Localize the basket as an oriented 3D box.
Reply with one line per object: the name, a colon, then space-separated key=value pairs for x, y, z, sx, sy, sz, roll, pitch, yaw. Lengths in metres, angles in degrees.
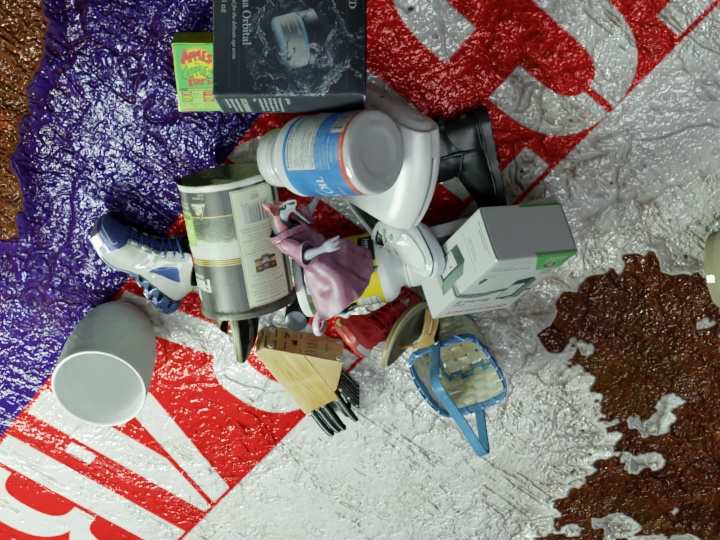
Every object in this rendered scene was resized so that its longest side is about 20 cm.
basket: x=0.159 y=0.179 z=1.622 sx=0.138 sy=0.201 sz=0.177 roll=-25 pitch=119 yaw=14

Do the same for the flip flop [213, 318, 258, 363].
flip flop: x=-0.217 y=0.057 z=1.622 sx=0.057 sy=0.081 sz=0.202 roll=-6 pitch=120 yaw=23

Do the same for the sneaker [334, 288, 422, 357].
sneaker: x=0.035 y=0.070 z=1.585 sx=0.115 sy=0.200 sz=0.078 roll=-44 pitch=80 yaw=11

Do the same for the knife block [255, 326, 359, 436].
knife block: x=-0.092 y=0.196 z=1.713 sx=0.198 sy=0.064 sz=0.177 roll=11 pitch=121 yaw=-7

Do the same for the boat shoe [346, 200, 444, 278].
boat shoe: x=0.045 y=-0.053 z=1.481 sx=0.066 sy=0.200 sz=0.074 roll=-14 pitch=133 yaw=-30

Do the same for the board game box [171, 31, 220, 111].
board game box: x=-0.161 y=-0.282 z=1.423 sx=0.197 sy=0.048 sz=0.103 roll=-1 pitch=122 yaw=0

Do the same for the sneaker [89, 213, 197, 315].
sneaker: x=-0.318 y=-0.030 z=1.569 sx=0.115 sy=0.081 sz=0.200 roll=-33 pitch=124 yaw=14

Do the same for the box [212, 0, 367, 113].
box: x=-0.091 y=-0.314 z=1.314 sx=0.197 sy=0.117 sz=0.199 roll=0 pitch=88 yaw=-1

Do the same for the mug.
mug: x=-0.411 y=0.154 z=1.619 sx=0.146 sy=0.176 sz=0.201 roll=23 pitch=120 yaw=-14

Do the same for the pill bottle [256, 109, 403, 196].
pill bottle: x=-0.047 y=-0.157 z=1.364 sx=0.199 sy=0.112 sz=0.113 roll=3 pitch=133 yaw=46

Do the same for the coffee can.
coffee can: x=-0.181 y=-0.046 z=1.487 sx=0.145 sy=0.147 sz=0.202 roll=-7 pitch=106 yaw=4

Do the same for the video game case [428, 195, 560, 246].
video game case: x=0.210 y=-0.045 z=1.532 sx=0.198 sy=0.023 sz=0.182 roll=-15 pitch=156 yaw=8

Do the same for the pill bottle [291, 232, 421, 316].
pill bottle: x=0.000 y=0.000 z=1.564 sx=0.198 sy=0.112 sz=0.112 roll=-12 pitch=122 yaw=6

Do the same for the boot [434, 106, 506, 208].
boot: x=0.128 y=-0.144 z=1.498 sx=0.161 sy=0.074 sz=0.200 roll=-14 pitch=116 yaw=7

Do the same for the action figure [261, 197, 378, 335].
action figure: x=-0.073 y=-0.031 z=1.451 sx=0.200 sy=0.135 sz=0.149 roll=39 pitch=118 yaw=-21

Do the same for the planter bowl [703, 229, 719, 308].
planter bowl: x=0.608 y=-0.008 z=1.534 sx=0.134 sy=0.201 sz=0.201 roll=-7 pitch=127 yaw=37

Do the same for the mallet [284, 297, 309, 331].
mallet: x=-0.141 y=0.011 z=1.596 sx=0.041 sy=0.066 sz=0.201 roll=-27 pitch=118 yaw=14

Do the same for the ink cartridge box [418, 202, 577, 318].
ink cartridge box: x=0.193 y=-0.013 z=1.449 sx=0.145 sy=0.085 sz=0.200 roll=-6 pitch=157 yaw=-27

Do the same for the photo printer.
photo printer: x=0.025 y=-0.163 z=1.423 sx=0.199 sy=0.069 sz=0.168 roll=34 pitch=129 yaw=31

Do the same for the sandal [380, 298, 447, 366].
sandal: x=0.109 y=0.085 z=1.577 sx=0.199 sy=0.054 sz=0.081 roll=-34 pitch=145 yaw=-29
